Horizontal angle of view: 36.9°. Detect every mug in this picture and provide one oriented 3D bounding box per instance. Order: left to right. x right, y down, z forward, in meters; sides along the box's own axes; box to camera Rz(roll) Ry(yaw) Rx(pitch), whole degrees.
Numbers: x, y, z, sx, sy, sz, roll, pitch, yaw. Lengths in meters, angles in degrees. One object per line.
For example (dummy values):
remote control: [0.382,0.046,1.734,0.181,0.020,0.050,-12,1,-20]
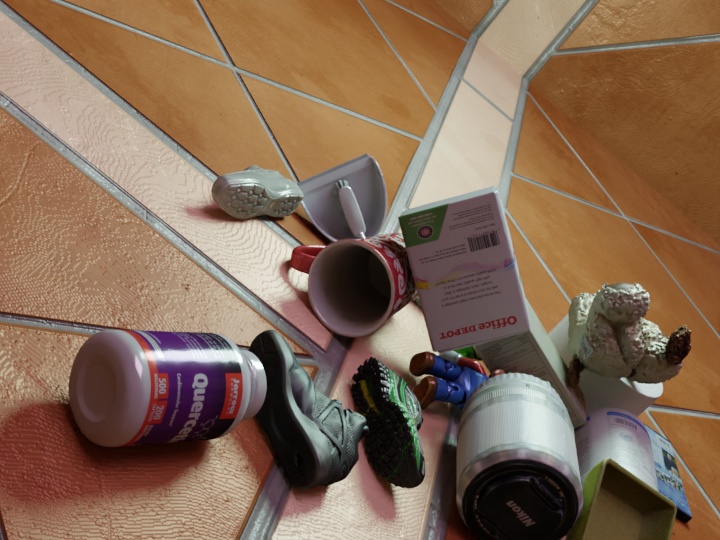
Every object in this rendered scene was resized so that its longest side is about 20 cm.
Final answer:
mug: [0.009,-0.006,1.577,0.178,0.134,0.200,48,23,9]

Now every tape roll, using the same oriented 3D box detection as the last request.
tape roll: [0.387,0.176,1.810,0.201,0.139,0.204,31,27,-18]

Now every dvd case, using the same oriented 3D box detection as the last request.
dvd case: [0.499,0.329,1.868,0.142,0.018,0.201,34,27,-15]

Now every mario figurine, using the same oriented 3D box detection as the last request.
mario figurine: [0.156,0.187,1.565,0.198,0.125,0.106,19,-6,-25]

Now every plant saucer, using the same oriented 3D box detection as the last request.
plant saucer: [0.323,0.367,1.404,0.199,0.047,0.202,35,68,-39]

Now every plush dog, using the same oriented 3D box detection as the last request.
plush dog: [0.406,0.119,1.632,0.169,0.163,0.200,17,-13,-5]

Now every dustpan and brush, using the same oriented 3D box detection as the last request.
dustpan and brush: [-0.004,-0.066,1.701,0.057,0.138,0.202,-152,-140,-76]

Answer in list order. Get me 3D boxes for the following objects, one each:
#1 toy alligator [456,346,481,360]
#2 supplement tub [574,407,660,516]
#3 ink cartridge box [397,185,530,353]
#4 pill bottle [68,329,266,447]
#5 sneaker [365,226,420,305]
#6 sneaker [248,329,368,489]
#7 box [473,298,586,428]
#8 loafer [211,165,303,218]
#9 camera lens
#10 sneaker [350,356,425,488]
toy alligator: [0.170,0.114,1.705,0.201,0.058,0.055,-74,153,-62]
supplement tub: [0.370,0.306,1.591,0.131,0.132,0.201,37,27,-8]
ink cartridge box: [0.150,-0.002,1.531,0.084,0.143,0.203,-47,123,-77]
pill bottle: [-0.191,0.119,1.111,0.199,0.113,0.113,6,43,-51]
sneaker: [0.081,-0.026,1.751,0.199,0.089,0.077,40,25,-1]
sneaker: [-0.063,0.163,1.274,0.114,0.076,0.201,10,43,-51]
box: [0.258,0.153,1.640,0.201,0.094,0.078,58,22,-21]
loafer: [-0.159,-0.119,1.590,0.070,0.070,0.199,45,17,21]
camera lens: [0.204,0.250,1.410,0.159,0.160,0.201,35,26,-13]
sneaker: [0.053,0.195,1.379,0.085,0.078,0.201,26,29,-30]
